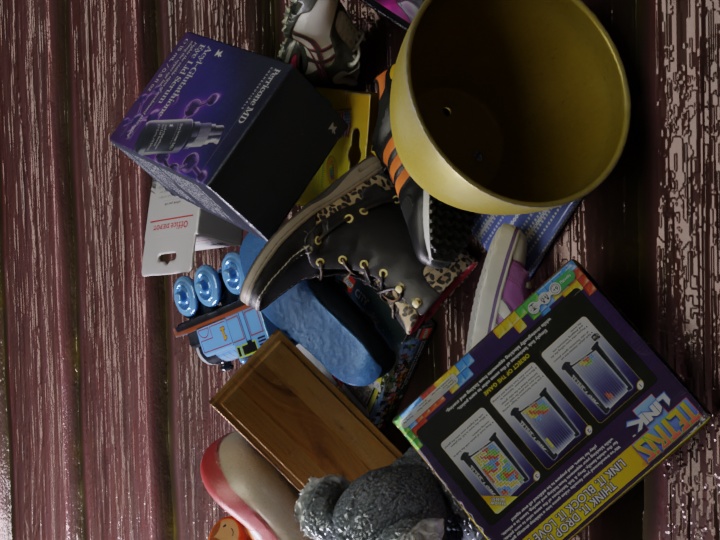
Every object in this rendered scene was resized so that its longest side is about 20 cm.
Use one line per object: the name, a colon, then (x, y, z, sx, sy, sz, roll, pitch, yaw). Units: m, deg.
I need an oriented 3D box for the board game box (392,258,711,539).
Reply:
board game box: (0.153, 0.119, 0.973, 0.200, 0.057, 0.166, -42, 76, 8)

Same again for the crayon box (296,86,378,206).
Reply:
crayon box: (-0.043, -0.130, 1.278, 0.199, 0.050, 0.129, 16, 105, 48)

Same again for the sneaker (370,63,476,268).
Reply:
sneaker: (0.052, -0.098, 1.121, 0.089, 0.070, 0.203, -9, 80, 42)

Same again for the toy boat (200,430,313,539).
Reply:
toy boat: (-0.104, 0.263, 1.260, 0.130, 0.131, 0.201, -31, 109, 14)

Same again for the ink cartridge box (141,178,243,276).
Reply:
ink cartridge box: (-0.189, -0.089, 1.407, 0.115, 0.066, 0.203, -4, 77, 49)

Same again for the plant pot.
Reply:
plant pot: (0.102, -0.130, 1.005, 0.142, 0.198, 0.202, 147, 113, -65)

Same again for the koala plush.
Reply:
koala plush: (0.051, 0.217, 1.083, 0.176, 0.199, 0.186, 14, 104, 48)

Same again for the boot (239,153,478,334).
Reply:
boot: (0.000, 0.000, 1.132, 0.151, 0.200, 0.073, 44, 159, 11)

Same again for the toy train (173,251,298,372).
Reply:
toy train: (-0.133, 0.044, 1.317, 0.199, 0.086, 0.116, -22, 83, 49)

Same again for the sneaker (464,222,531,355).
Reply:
sneaker: (0.150, 0.065, 1.058, 0.073, 0.113, 0.203, 53, -134, -86)

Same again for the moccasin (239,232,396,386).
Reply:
moccasin: (-0.045, 0.039, 1.201, 0.200, 0.068, 0.081, 51, 119, 18)

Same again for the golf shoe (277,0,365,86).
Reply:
golf shoe: (-0.032, -0.241, 1.180, 0.200, 0.087, 0.078, 112, 174, -75)

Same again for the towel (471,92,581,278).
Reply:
towel: (0.126, -0.104, 1.112, 0.200, 0.024, 0.146, 51, 127, 31)

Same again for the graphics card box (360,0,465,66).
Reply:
graphics card box: (0.060, -0.286, 1.112, 0.126, 0.051, 0.200, -50, 52, 4)

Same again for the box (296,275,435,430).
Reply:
box: (-0.016, 0.052, 1.270, 0.200, 0.037, 0.138, 47, 126, 36)

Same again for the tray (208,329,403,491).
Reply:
tray: (-0.045, 0.165, 1.195, 0.200, 0.099, 0.037, 45, 171, -6)

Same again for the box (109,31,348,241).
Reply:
box: (-0.135, -0.140, 1.222, 0.199, 0.104, 0.149, 24, 76, 46)
